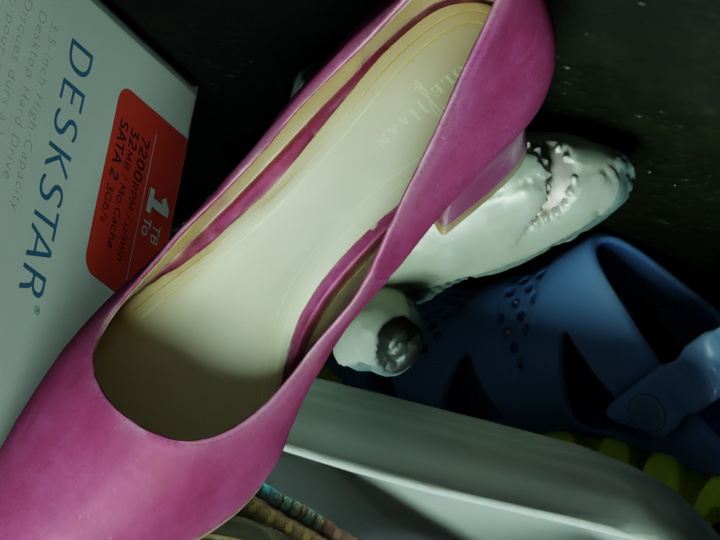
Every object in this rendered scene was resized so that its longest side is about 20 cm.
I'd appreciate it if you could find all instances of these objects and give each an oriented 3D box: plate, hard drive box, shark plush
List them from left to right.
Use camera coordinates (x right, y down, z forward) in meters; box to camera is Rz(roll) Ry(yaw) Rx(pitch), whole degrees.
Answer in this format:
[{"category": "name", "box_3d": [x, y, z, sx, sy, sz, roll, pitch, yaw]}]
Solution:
[{"category": "hard drive box", "box_3d": [-0.136, -0.024, 0.678, 0.076, 0.157, 0.200, -3, 156, 28]}, {"category": "shark plush", "box_3d": [0.000, 0.000, 0.801, 0.083, 0.091, 0.200, -14, 166, -32]}, {"category": "plate", "box_3d": [0.046, 0.084, 0.809, 0.199, 0.033, 0.200, 13, 163, 32]}]

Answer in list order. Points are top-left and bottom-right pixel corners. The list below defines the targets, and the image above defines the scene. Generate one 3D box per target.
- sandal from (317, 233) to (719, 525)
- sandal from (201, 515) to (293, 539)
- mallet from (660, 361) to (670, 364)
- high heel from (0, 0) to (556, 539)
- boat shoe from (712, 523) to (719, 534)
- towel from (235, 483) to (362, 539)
[{"category": "sandal", "box_3d": [0.074, 0.025, 0.831, 0.199, 0.079, 0.088, 13, 120, 21]}, {"category": "sandal", "box_3d": [-0.109, 0.116, 0.799, 0.198, 0.055, 0.082, -6, 154, 14]}, {"category": "mallet", "box_3d": [0.111, 0.035, 0.876, 0.198, 0.041, 0.066, 7, 158, 20]}, {"category": "high heel", "box_3d": [-0.025, -0.002, 0.649, 0.067, 0.200, 0.096, 46, 164, 21]}, {"category": "boat shoe", "box_3d": [0.082, 0.092, 0.949, 0.073, 0.064, 0.201, 6, 168, 37]}, {"category": "towel", "box_3d": [-0.073, 0.117, 0.872, 0.199, 0.022, 0.146, -22, 138, 37]}]
